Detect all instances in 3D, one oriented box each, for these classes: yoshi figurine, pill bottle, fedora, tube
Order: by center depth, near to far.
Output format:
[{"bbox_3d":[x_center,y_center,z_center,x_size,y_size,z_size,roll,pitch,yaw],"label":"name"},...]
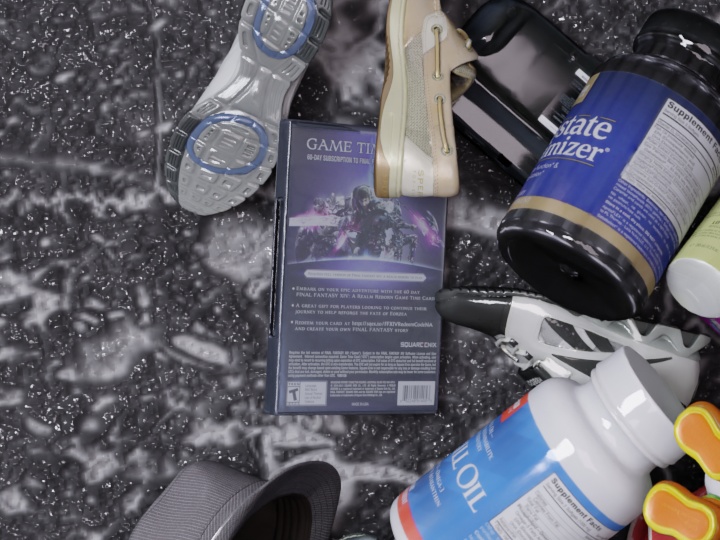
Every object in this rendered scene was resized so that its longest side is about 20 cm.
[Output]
[{"bbox_3d":[0.260,0.127,1.330,0.112,0.199,0.113,-22,72,39],"label":"yoshi figurine"},{"bbox_3d":[0.126,0.143,1.360,0.200,0.112,0.112,-40,92,14],"label":"pill bottle"},{"bbox_3d":[0.185,-0.074,1.361,0.112,0.112,0.201,33,71,-2],"label":"pill bottle"},{"bbox_3d":[0.277,-0.048,1.380,0.058,0.052,0.200,42,55,2],"label":"tube"},{"bbox_3d":[-0.103,0.203,1.385,0.090,0.177,0.201,25,107,26],"label":"fedora"}]

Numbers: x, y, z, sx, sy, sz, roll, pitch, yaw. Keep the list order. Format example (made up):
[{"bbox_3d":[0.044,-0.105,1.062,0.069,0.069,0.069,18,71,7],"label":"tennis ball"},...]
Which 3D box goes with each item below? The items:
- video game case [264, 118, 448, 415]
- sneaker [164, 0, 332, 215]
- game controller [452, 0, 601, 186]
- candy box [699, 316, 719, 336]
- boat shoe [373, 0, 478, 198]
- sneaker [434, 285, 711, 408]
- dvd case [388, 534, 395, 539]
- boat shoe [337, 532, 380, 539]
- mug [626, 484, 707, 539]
[{"bbox_3d":[0.000,0.000,1.404,0.142,0.019,0.202,2,90,-36],"label":"video game case"},{"bbox_3d":[-0.072,-0.128,1.411,0.074,0.087,0.201,30,108,-4],"label":"sneaker"},{"bbox_3d":[0.145,-0.105,1.439,0.200,0.042,0.104,41,75,-3],"label":"game controller"},{"bbox_3d":[0.312,0.054,1.362,0.136,0.200,0.061,42,90,-3],"label":"candy box"},{"bbox_3d":[0.049,-0.137,1.385,0.064,0.072,0.201,4,60,4],"label":"boat shoe"},{"bbox_3d":[0.143,0.064,1.419,0.199,0.074,0.089,15,88,-2],"label":"sneaker"},{"bbox_3d":[0.101,0.252,1.448,0.200,0.018,0.143,39,90,-2],"label":"dvd case"},{"bbox_3d":[-0.032,0.270,1.375,0.072,0.062,0.201,27,70,0],"label":"boat shoe"},{"bbox_3d":[0.288,0.217,1.414,0.198,0.178,0.134,7,124,-2],"label":"mug"}]
